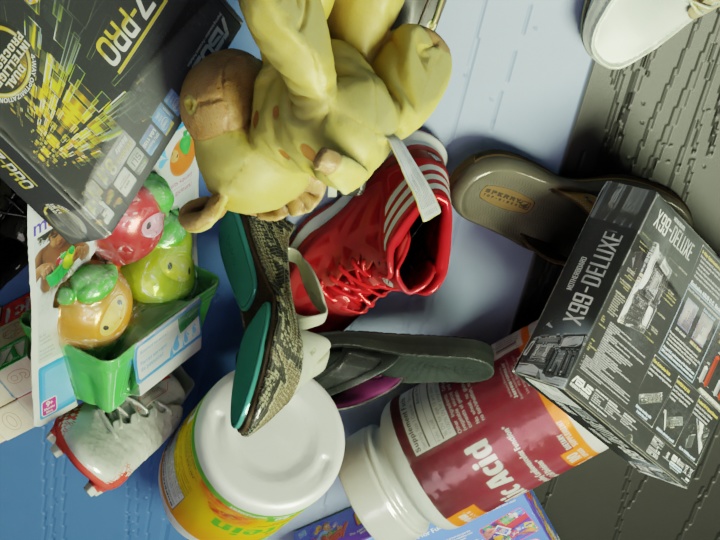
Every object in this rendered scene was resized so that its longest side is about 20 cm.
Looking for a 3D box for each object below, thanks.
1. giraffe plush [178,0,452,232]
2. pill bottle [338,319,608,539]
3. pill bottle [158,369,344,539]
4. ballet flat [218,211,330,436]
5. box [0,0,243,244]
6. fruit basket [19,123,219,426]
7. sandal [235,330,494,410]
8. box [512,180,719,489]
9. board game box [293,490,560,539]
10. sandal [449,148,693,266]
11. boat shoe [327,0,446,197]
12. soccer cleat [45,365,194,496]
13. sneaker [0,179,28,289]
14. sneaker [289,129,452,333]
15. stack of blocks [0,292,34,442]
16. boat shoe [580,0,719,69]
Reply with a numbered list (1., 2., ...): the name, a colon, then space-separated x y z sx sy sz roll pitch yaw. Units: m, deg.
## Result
1. giraffe plush: -0.046 -0.103 1.188 0.162 0.201 0.172 -22 169 40
2. pill bottle: 0.087 0.132 1.442 0.199 0.114 0.114 -30 122 13
3. pill bottle: -0.091 0.149 1.393 0.110 0.112 0.200 12 158 -14
4. ballet flat: -0.057 0.034 1.312 0.075 0.201 0.068 12 136 -22
5. box: -0.180 -0.143 1.184 0.049 0.200 0.161 -6 135 44
6. fruit basket: -0.164 -0.007 1.291 0.093 0.185 0.201 28 130 21
7. sandal: 0.000 0.077 1.379 0.199 0.048 0.075 0 158 12
8. box: 0.212 0.050 1.357 0.200 0.050 0.158 37 76 -45
9. board game box: 0.062 0.242 1.556 0.199 0.045 0.135 -23 123 9
10. sandal: 0.159 -0.037 1.370 0.199 0.055 0.082 17 121 -24
11. boat shoe: 0.019 -0.136 1.279 0.060 0.072 0.202 10 120 -8
12. soccer cleat: -0.172 0.110 1.363 0.085 0.200 0.069 -41 89 7
13. sneaker: -0.221 -0.062 1.290 0.076 0.091 0.200 25 117 -16
14. sneaker: 0.000 0.000 1.342 0.078 0.116 0.200 20 120 -19
15. stack of blocks: -0.315 0.109 1.381 0.199 0.115 0.059 -27 123 11
16. boat shoe: 0.224 -0.211 1.253 0.075 0.069 0.200 28 117 -23
